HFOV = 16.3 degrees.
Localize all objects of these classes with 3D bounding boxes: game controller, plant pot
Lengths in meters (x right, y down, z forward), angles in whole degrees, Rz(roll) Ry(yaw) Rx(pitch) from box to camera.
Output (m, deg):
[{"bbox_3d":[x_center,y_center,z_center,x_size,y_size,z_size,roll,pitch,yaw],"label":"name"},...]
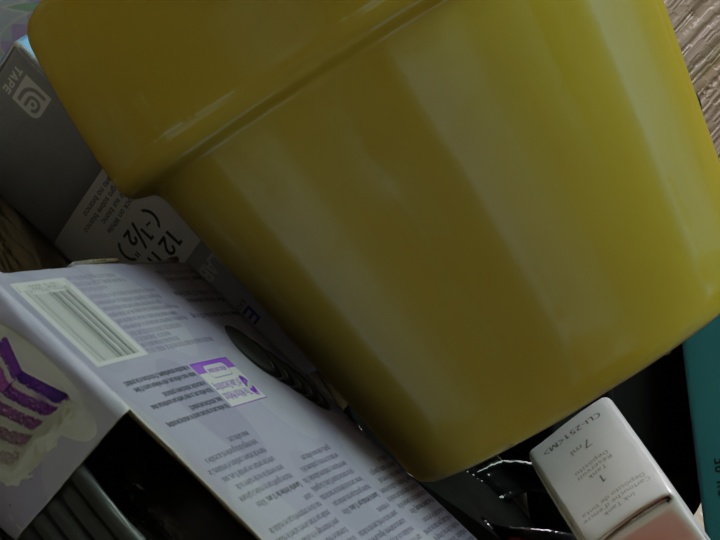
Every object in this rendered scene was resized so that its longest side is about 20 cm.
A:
[{"bbox_3d":[0.103,0.028,1.095,0.042,0.202,0.104,-2,11,39],"label":"game controller"},{"bbox_3d":[0.025,-0.047,0.797,0.190,0.200,0.201,58,8,-1],"label":"plant pot"}]

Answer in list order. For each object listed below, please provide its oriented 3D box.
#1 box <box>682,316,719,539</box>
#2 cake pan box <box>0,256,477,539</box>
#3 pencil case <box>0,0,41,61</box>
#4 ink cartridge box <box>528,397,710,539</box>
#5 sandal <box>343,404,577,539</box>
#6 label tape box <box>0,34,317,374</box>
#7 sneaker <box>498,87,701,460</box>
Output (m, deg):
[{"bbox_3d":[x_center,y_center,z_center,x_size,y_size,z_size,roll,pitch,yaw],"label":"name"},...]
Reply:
[{"bbox_3d":[0.180,0.098,1.124,0.082,0.049,0.202,6,77,-76],"label":"box"},{"bbox_3d":[-0.023,0.075,0.691,0.184,0.052,0.200,41,8,6],"label":"cake pan box"},{"bbox_3d":[-0.115,-0.111,1.089,0.091,0.083,0.200,65,8,1],"label":"pencil case"},{"bbox_3d":[0.147,0.161,0.925,0.200,0.043,0.174,54,2,-23],"label":"ink cartridge box"},{"bbox_3d":[0.073,0.104,1.009,0.200,0.045,0.075,38,10,-31],"label":"sandal"},{"bbox_3d":[-0.028,-0.023,0.920,0.200,0.066,0.143,45,40,3],"label":"label tape box"},{"bbox_3d":[0.115,0.011,1.159,0.076,0.200,0.114,18,21,-32],"label":"sneaker"}]
